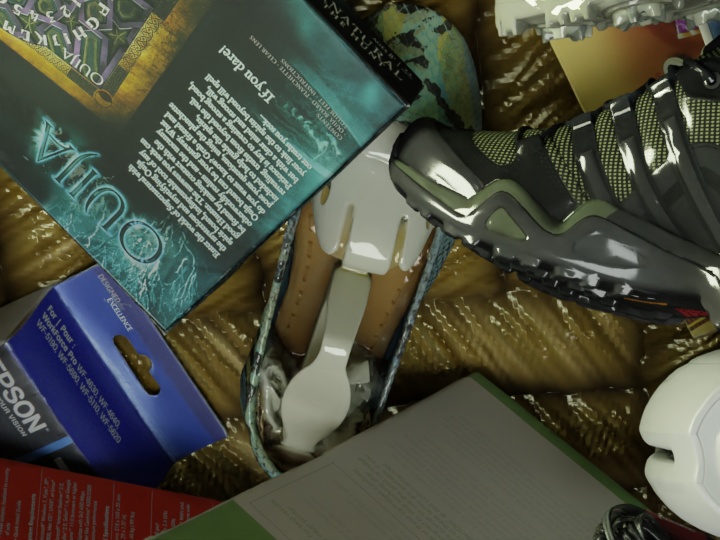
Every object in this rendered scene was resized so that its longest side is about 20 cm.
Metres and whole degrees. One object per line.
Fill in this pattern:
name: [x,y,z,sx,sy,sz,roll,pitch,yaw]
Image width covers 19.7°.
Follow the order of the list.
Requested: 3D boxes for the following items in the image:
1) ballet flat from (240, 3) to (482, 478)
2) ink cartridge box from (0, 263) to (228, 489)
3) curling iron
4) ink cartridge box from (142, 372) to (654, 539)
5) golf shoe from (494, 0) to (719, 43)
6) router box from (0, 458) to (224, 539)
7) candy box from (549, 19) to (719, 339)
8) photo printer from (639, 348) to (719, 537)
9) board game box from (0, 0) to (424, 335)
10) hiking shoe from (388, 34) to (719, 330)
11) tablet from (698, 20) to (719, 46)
ballet flat: [0.000,0.000,0.784,0.074,0.074,0.201,12,119,-3]
ink cartridge box: [-0.164,0.079,0.855,0.199,0.039,0.100,-26,114,16]
curling iron: [0.163,0.134,0.762,0.199,0.050,0.026,25,142,-25]
ink cartridge box: [0.030,0.122,0.748,0.145,0.200,0.048,39,129,24]
golf shoe: [0.121,-0.133,0.631,0.199,0.078,0.098,-20,85,33]
router box: [-0.122,0.171,0.867,0.178,0.049,0.201,12,129,-14]
candy box: [0.131,-0.085,0.735,0.116,0.057,0.201,-21,114,15]
photo printer: [0.202,0.056,0.752,0.199,0.166,0.070,-6,88,6]
board game box: [-0.093,-0.091,0.734,0.200,0.028,0.135,46,116,-6]
hiking shoe: [0.105,-0.034,0.695,0.199,0.076,0.101,17,84,29]
tablet: [0.173,-0.094,0.676,0.129,0.014,0.201,-12,117,25]
